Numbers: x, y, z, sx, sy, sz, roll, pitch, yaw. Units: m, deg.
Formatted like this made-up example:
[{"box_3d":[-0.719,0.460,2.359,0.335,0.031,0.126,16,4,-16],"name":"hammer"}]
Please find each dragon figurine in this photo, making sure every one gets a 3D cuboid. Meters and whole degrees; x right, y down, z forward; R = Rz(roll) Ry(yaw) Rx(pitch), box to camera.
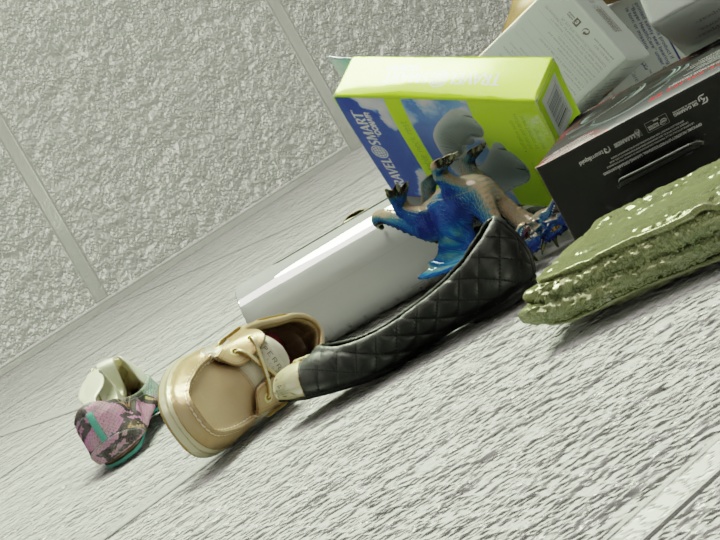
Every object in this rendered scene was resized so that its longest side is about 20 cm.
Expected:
[{"box_3d":[0.069,-0.028,1.404,0.059,0.100,0.200,-19,-6,-42],"name":"dragon figurine"}]

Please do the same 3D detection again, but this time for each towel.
[{"box_3d":[0.189,-0.028,1.083,0.199,0.037,0.148,-28,6,29],"name":"towel"}]

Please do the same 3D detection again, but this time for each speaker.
[{"box_3d":[0.000,0.000,1.539,0.199,0.082,0.081,-30,6,8],"name":"speaker"}]

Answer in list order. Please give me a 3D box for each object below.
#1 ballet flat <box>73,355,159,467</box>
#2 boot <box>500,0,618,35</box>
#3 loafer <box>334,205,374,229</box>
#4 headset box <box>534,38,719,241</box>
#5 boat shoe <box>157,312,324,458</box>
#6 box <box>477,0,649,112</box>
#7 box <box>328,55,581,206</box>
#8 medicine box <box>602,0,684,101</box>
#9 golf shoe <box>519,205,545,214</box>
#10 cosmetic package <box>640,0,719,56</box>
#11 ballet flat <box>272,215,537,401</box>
[{"box_3d":[-0.210,0.114,1.652,0.069,0.071,0.200,-30,6,5],"name":"ballet flat"},{"box_3d":[0.208,-0.210,1.833,0.174,0.202,0.066,13,7,30],"name":"boot"},{"box_3d":[0.007,-0.016,1.674,0.076,0.068,0.200,-31,6,-5],"name":"loafer"},{"box_3d":[0.207,-0.086,1.264,0.148,0.078,0.200,-28,5,21],"name":"headset box"},{"box_3d":[-0.081,0.072,1.374,0.069,0.074,0.200,-34,4,23],"name":"boat shoe"},{"box_3d":[0.153,-0.163,1.758,0.200,0.098,0.124,-44,-6,18],"name":"box"},{"box_3d":[0.072,-0.106,1.435,0.199,0.122,0.048,5,55,34],"name":"box"},{"box_3d":[0.322,-0.254,1.919,0.199,0.103,0.182,-26,8,32],"name":"medicine box"},{"box_3d":[0.143,-0.098,1.612,0.077,0.088,0.200,-30,5,21],"name":"golf shoe"},{"box_3d":[0.290,-0.247,1.385,0.164,0.166,0.200,-27,-25,23],"name":"cosmetic package"},{"box_3d":[0.026,0.031,1.277,0.199,0.057,0.066,-30,5,10],"name":"ballet flat"}]
